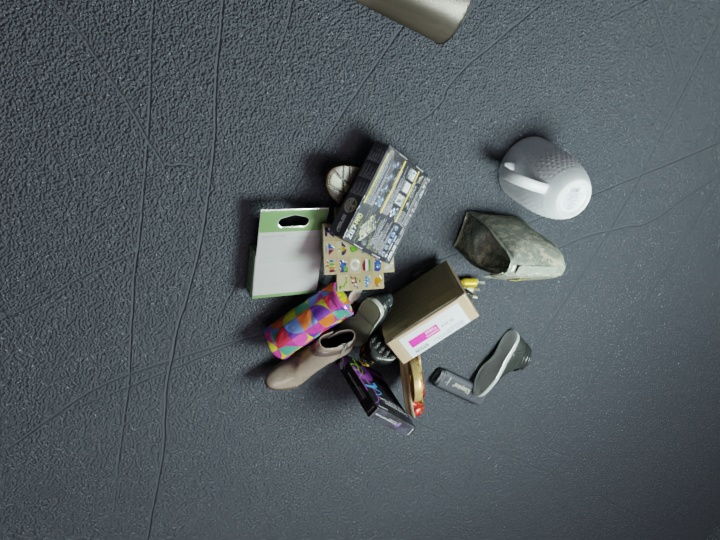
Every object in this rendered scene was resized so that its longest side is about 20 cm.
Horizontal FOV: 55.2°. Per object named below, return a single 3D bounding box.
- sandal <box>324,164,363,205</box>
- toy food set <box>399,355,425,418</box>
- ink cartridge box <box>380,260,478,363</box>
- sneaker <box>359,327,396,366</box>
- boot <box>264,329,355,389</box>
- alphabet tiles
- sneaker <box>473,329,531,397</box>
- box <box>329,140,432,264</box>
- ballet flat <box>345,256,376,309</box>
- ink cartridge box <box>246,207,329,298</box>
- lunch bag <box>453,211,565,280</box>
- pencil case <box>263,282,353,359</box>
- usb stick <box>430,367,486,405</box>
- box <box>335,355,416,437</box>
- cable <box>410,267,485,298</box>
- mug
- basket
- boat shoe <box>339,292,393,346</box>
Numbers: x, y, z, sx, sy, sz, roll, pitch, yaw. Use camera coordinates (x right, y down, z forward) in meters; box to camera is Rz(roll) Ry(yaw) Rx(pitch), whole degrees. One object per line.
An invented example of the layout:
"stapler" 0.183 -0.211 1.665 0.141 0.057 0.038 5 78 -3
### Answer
"sandal" 0.002 -0.173 1.375 0.199 0.054 0.082 -5 116 -42
"toy food set" 0.122 0.243 1.615 0.048 0.199 0.201 -7 135 5
"ink cartridge box" 0.142 0.089 1.513 0.199 0.165 0.075 -33 117 9
"sneaker" 0.033 0.189 1.543 0.070 0.200 0.090 43 102 1
"boot" -0.105 0.185 1.496 0.199 0.070 0.146 -25 165 -32
"alphabet tiles" -0.002 -0.044 1.407 0.199 0.006 0.167 -2 90 -44
"sneaker" 0.383 0.262 1.822 0.099 0.071 0.201 30 94 -34
"box" 0.044 -0.130 1.362 0.161 0.049 0.201 25 92 -50
"ballet flat" 0.000 0.000 1.470 0.068 0.068 0.201 7 116 -29
"ink cartridge box" -0.148 -0.042 1.381 0.145 0.048 0.201 -4 121 -25
"lunch bag" 0.334 -0.039 1.531 0.163 0.200 0.118 3 118 -29
"pencil case" -0.110 0.107 1.447 0.200 0.089 0.088 -33 130 13
"usb stick" 0.264 0.308 1.823 0.200 0.033 0.056 30 102 -37
"box" 0.035 0.286 1.584 0.036 0.200 0.143 -47 129 9
"cable" 0.196 0.044 1.628 0.199 0.050 0.097 16 120 -20
"mug" 0.385 -0.192 1.474 0.199 0.175 0.148 6 117 -30
"basket" 0.077 -0.495 1.158 0.199 0.136 0.181 6 122 -26
"boat shoe" 0.015 0.102 1.515 0.066 0.075 0.200 -36 166 -35
